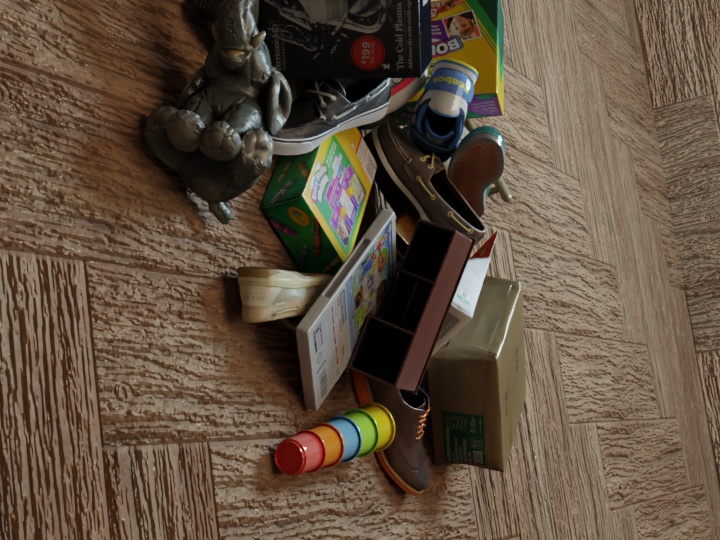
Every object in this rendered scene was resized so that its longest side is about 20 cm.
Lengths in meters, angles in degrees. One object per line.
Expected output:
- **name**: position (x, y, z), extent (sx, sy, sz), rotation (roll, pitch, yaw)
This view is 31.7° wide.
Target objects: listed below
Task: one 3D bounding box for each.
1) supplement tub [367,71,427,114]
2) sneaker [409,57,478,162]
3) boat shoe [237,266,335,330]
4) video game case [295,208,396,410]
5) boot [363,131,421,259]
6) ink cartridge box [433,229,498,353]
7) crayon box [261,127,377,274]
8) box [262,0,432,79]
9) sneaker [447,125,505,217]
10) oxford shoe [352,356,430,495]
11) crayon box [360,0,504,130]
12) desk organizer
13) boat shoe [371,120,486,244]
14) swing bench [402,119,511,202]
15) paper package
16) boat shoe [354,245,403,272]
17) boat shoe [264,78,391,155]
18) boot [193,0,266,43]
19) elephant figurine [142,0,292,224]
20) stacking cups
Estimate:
- **supplement tub**: position (-0.011, -0.302, 1.595), extent (0.201, 0.139, 0.141), rotation (63, 30, -27)
- **sneaker**: position (0.098, -0.187, 1.630), extent (0.200, 0.073, 0.083), rotation (99, 6, -62)
- **boat shoe**: position (-0.072, 0.035, 1.411), extent (0.200, 0.071, 0.066), rotation (9, 82, -63)
- **video game case**: position (-0.012, 0.044, 1.450), extent (0.200, 0.018, 0.144), rotation (-54, 155, -34)
- **boot**: position (0.048, -0.077, 1.651), extent (0.189, 0.068, 0.200), rotation (60, 21, -15)
- **ink cartridge box**: position (0.102, 0.036, 1.655), extent (0.050, 0.161, 0.201), rotation (35, 38, -11)
- **crayon box**: position (-0.045, -0.104, 1.532), extent (0.119, 0.058, 0.201), rotation (58, 32, -34)
- **box**: position (-0.015, -0.325, 1.443), extent (0.104, 0.180, 0.202), rotation (-61, 149, -68)
- **sneaker**: position (0.150, -0.146, 1.665), extent (0.200, 0.071, 0.081), rotation (104, -2, -65)
- **oxford shoe**: position (0.056, 0.195, 1.589), extent (0.201, 0.072, 0.071), rotation (67, 27, -21)
- **crayon box**: position (0.094, -0.285, 1.728), extent (0.058, 0.198, 0.174), rotation (64, 26, -54)
- **desk organizer**: position (0.061, 0.039, 1.503), extent (0.202, 0.071, 0.077), rotation (-69, 158, 0)
- **boat shoe**: position (0.088, -0.112, 1.620), extent (0.201, 0.059, 0.072), rotation (58, 30, 8)
- **swing bench**: position (0.122, -0.212, 1.848), extent (0.199, 0.129, 0.202), rotation (43, 37, -48)
- **paper package**: position (0.161, 0.140, 1.736), extent (0.191, 0.102, 0.202), rotation (-62, 152, -52)
- **boat shoe**: position (0.000, 0.000, 1.592), extent (0.063, 0.073, 0.200), rotation (50, 27, 4)
- **boat shoe**: position (-0.041, -0.195, 1.482), extent (0.199, 0.068, 0.072), rotation (-22, 56, -32)
- **boot**: position (-0.132, -0.305, 1.461), extent (0.131, 0.067, 0.201), rotation (68, 27, -42)
- **elephant figurine**: position (-0.127, -0.183, 1.304), extent (0.141, 0.155, 0.201), rotation (32, 56, -26)
- **stacking cups**: position (-0.026, 0.195, 1.436), extent (0.200, 0.060, 0.061), rotation (-10, 88, -64)
